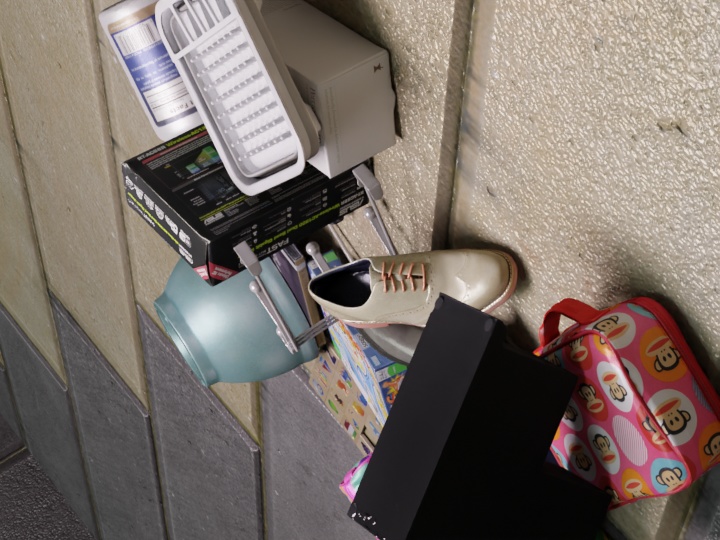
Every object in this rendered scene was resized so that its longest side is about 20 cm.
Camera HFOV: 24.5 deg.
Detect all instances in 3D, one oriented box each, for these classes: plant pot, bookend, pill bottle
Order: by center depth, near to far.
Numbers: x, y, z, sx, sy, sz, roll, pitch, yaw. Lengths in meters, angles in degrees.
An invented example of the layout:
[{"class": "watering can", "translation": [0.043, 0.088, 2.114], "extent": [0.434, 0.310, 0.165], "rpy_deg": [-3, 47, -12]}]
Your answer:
[{"class": "bookend", "translation": [0.123, 0.149, 1.362], "extent": [0.198, 0.201, 0.092], "rpy_deg": [21, -177, -31]}, {"class": "pill bottle", "translation": [-0.185, -0.205, 1.755], "extent": [0.111, 0.111, 0.201], "rpy_deg": [2, 121, 63]}, {"class": "plant pot", "translation": [-0.158, 0.053, 1.944], "extent": [0.201, 0.134, 0.200], "rpy_deg": [54, 169, 16]}]

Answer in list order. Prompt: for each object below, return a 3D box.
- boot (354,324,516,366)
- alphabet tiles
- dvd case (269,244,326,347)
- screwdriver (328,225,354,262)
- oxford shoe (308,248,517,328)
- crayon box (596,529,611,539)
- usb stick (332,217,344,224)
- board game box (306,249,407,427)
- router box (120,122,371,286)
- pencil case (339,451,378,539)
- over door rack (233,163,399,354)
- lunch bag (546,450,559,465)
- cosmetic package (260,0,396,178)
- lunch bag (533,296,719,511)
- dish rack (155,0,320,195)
[{"class": "boot", "translation": [0.090, 0.065, 1.567], "extent": [0.200, 0.068, 0.131], "rpy_deg": [39, 155, -7]}, {"class": "alphabet tiles", "translation": [0.002, 0.155, 1.956], "extent": [0.167, 0.008, 0.200], "rpy_deg": [52, 156, 16]}, {"class": "dvd case", "translation": [-0.094, -0.014, 1.876], "extent": [0.149, 0.016, 0.200], "rpy_deg": [52, 168, 28]}, {"class": "screwdriver", "translation": [0.000, 0.000, 1.752], "extent": [0.029, 0.028, 0.201], "rpy_deg": [-38, 78, 50]}, {"class": "oxford shoe", "translation": [0.045, 0.016, 1.507], "extent": [0.199, 0.074, 0.071], "rpy_deg": [-12, 72, 30]}, {"class": "crayon box", "translation": [0.233, 0.319, 1.629], "extent": [0.200, 0.051, 0.126], "rpy_deg": [46, 154, 29]}, {"class": "usb stick", "translation": [-0.104, -0.076, 1.757], "extent": [0.199, 0.033, 0.056], "rpy_deg": [5, 142, 34]}, {"class": "board game box", "translation": [0.007, 0.087, 1.748], "extent": [0.200, 0.034, 0.136], "rpy_deg": [-124, 13, -50]}, {"class": "router box", "translation": [-0.111, -0.086, 1.632], "extent": [0.150, 0.200, 0.062], "rpy_deg": [43, 148, 34]}, {"class": "pencil case", "translation": [0.059, 0.298, 1.910], "extent": [0.200, 0.088, 0.088], "rpy_deg": [53, 157, 9]}, {"class": "over door rack", "translation": [-0.038, -0.016, 1.593], "extent": [0.067, 0.147, 0.200], "rpy_deg": [53, 172, 29]}, {"class": "lunch bag", "translation": [0.121, 0.240, 1.556], "extent": [0.132, 0.200, 0.136], "rpy_deg": [40, -167, 30]}, {"class": "cosmetic package", "translation": [-0.059, -0.185, 1.558], "extent": [0.200, 0.085, 0.108], "rpy_deg": [38, 146, 42]}, {"class": "lunch bag", "translation": [0.207, 0.103, 1.372], "extent": [0.177, 0.082, 0.200], "rpy_deg": [59, 158, 2]}, {"class": "dish rack", "translation": [-0.106, -0.175, 1.508], "extent": [0.171, 0.043, 0.201], "rpy_deg": [-17, 100, 63]}]
